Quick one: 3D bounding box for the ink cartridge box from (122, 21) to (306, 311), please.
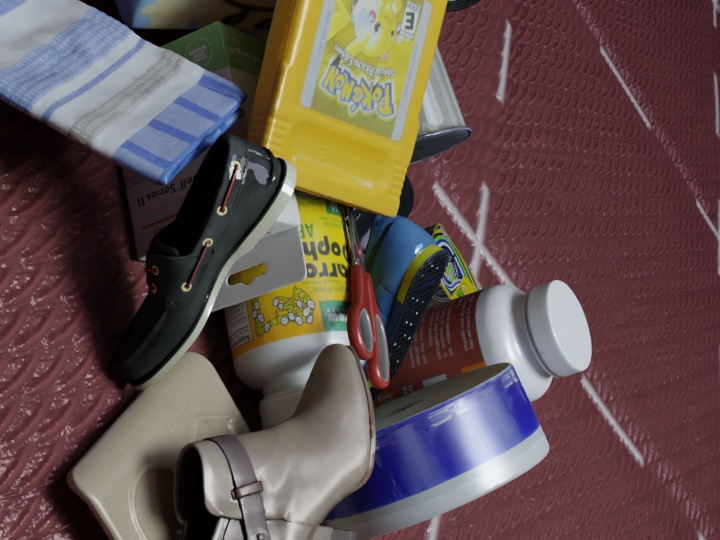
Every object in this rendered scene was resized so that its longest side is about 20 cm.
[{"bbox_3d":[-0.120,-0.076,1.123,0.067,0.117,0.201,12,62,-60],"label":"ink cartridge box"}]

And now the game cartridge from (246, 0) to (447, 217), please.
[{"bbox_3d":[-0.006,-0.154,1.116,0.176,0.032,0.201,14,87,-52],"label":"game cartridge"}]

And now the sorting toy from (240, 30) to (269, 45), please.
[{"bbox_3d":[-0.065,-0.212,1.331,0.200,0.107,0.180,68,9,26],"label":"sorting toy"}]

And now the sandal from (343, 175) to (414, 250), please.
[{"bbox_3d":[-0.006,-0.012,1.290,0.076,0.043,0.201,43,64,-37],"label":"sandal"}]

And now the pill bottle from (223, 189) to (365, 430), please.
[{"bbox_3d":[-0.054,0.032,1.174,0.113,0.113,0.201,14,61,-56],"label":"pill bottle"}]

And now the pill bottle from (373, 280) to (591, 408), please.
[{"bbox_3d":[0.104,0.078,1.326,0.112,0.200,0.113,37,43,-44],"label":"pill bottle"}]

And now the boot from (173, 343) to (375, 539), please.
[{"bbox_3d":[-0.064,0.139,1.025,0.146,0.070,0.201,16,66,-40],"label":"boot"}]

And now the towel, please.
[{"bbox_3d":[-0.191,-0.141,1.026,0.200,0.024,0.147,30,35,5],"label":"towel"}]

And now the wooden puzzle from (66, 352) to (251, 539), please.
[{"bbox_3d":[-0.119,0.184,1.047,0.200,0.046,0.185,58,31,-13],"label":"wooden puzzle"}]

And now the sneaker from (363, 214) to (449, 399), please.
[{"bbox_3d":[0.006,0.040,1.246,0.078,0.200,0.066,36,31,21],"label":"sneaker"}]

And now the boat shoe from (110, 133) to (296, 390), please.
[{"bbox_3d":[-0.125,-0.007,1.031,0.063,0.202,0.074,27,14,-29],"label":"boat shoe"}]

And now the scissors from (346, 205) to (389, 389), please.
[{"bbox_3d":[0.000,0.000,1.166,0.073,0.014,0.201,52,26,-51],"label":"scissors"}]

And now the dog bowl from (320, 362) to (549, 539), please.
[{"bbox_3d":[0.049,0.148,1.190,0.200,0.200,0.079,-21,88,-61],"label":"dog bowl"}]

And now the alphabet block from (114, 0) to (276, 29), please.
[{"bbox_3d":[-0.095,-0.321,1.139,0.199,0.195,0.197,-6,62,-30],"label":"alphabet block"}]

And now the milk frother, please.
[{"bbox_3d":[0.069,-0.215,1.428,0.180,0.199,0.189,6,64,-77],"label":"milk frother"}]

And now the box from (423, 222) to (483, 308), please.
[{"bbox_3d":[0.095,0.054,1.458,0.200,0.070,0.064,55,35,-26],"label":"box"}]
